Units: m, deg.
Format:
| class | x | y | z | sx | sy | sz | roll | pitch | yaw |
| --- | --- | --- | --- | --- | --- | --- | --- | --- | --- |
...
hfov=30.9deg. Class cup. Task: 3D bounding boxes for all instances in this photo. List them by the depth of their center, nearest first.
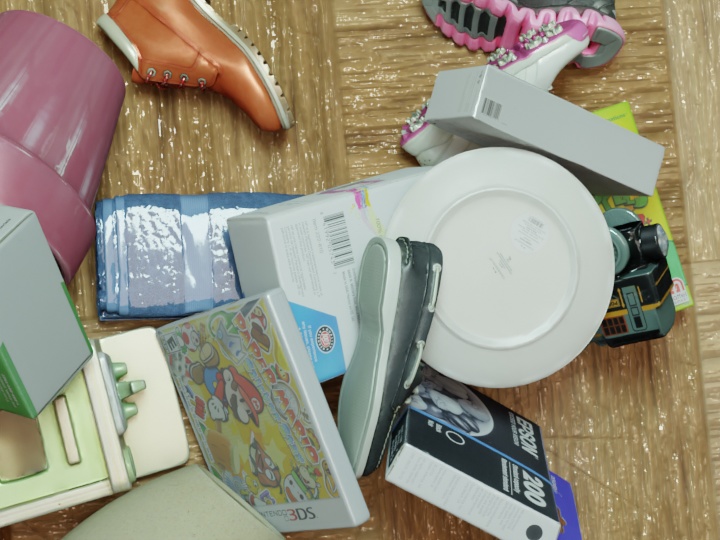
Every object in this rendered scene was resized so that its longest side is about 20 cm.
| class | x | y | z | sx | sy | sz | roll | pitch | yaw |
| --- | --- | --- | --- | --- | --- | --- | --- | --- | --- |
| cup | -0.143 | 0.247 | 1.071 | 0.200 | 0.200 | 0.144 | 40 | 83 | -4 |

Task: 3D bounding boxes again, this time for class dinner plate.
| class | x | y | z | sx | sy | sz | roll | pitch | yaw |
| --- | --- | --- | --- | --- | --- | --- | --- | --- | --- |
| dinner plate | 0.116 | -0.002 | 1.086 | 0.197 | 0.024 | 0.203 | 0 | 91 | -2 |

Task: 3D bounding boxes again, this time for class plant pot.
| class | x | y | z | sx | sy | sz | roll | pitch | yaw |
| --- | --- | --- | --- | --- | --- | --- | --- | --- | --- |
| plant pot | -0.292 | -0.108 | 1.089 | 0.198 | 0.200 | 0.181 | 26 | 67 | -6 |

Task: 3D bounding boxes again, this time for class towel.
| class | x | y | z | sx | sy | sz | roll | pitch | yaw |
| --- | --- | --- | --- | --- | --- | --- | --- | --- | --- |
| towel | -0.138 | -0.013 | 1.170 | 0.197 | 0.049 | 0.113 | -1 | 86 | -8 |

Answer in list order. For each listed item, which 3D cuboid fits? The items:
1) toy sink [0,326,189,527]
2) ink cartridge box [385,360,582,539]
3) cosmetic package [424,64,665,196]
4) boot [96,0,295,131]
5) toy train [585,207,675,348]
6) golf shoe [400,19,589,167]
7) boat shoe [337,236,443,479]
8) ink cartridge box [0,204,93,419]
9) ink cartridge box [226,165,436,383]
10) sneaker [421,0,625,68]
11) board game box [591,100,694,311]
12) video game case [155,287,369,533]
| class | x | y | z | sx | sy | sz | roll | pitch | yaw |
| --- | --- | --- | --- | --- | --- | --- | --- | --- | --- |
| toy sink | -0.252 | 0.132 | 1.109 | 0.198 | 0.112 | 0.132 | -14 | 89 | -10 |
| ink cartridge box | 0.117 | 0.168 | 1.126 | 0.199 | 0.198 | 0.044 | 30 | 107 | -6 |
| cosmetic package | 0.161 | -0.119 | 1.127 | 0.198 | 0.082 | 0.051 | 20 | 83 | -28 |
| boot | -0.147 | -0.184 | 1.172 | 0.107 | 0.075 | 0.200 | -42 | 85 | -6 |
| toy train | 0.187 | 0.018 | 1.166 | 0.198 | 0.085 | 0.115 | -14 | 100 | 29 |
| golf shoe | 0.134 | -0.151 | 1.195 | 0.199 | 0.075 | 0.092 | -34 | 104 | 18 |
| boat shoe | 0.026 | 0.074 | 1.054 | 0.060 | 0.076 | 0.203 | 5 | 106 | -24 |
| ink cartridge box | -0.326 | 0.020 | 1.015 | 0.198 | 0.147 | 0.084 | 10 | 44 | 30 |
| ink cartridge box | 0.000 | 0.000 | 1.133 | 0.198 | 0.084 | 0.146 | -17 | 100 | -29 |
| sneaker | 0.154 | -0.258 | 1.231 | 0.197 | 0.079 | 0.096 | 12 | 62 | -9 |
| board game box | 0.232 | -0.046 | 1.230 | 0.100 | 0.048 | 0.202 | -18 | 89 | -9 |
| video game case | -0.088 | 0.126 | 1.102 | 0.023 | 0.181 | 0.202 | -23 | 94 | -40 |
